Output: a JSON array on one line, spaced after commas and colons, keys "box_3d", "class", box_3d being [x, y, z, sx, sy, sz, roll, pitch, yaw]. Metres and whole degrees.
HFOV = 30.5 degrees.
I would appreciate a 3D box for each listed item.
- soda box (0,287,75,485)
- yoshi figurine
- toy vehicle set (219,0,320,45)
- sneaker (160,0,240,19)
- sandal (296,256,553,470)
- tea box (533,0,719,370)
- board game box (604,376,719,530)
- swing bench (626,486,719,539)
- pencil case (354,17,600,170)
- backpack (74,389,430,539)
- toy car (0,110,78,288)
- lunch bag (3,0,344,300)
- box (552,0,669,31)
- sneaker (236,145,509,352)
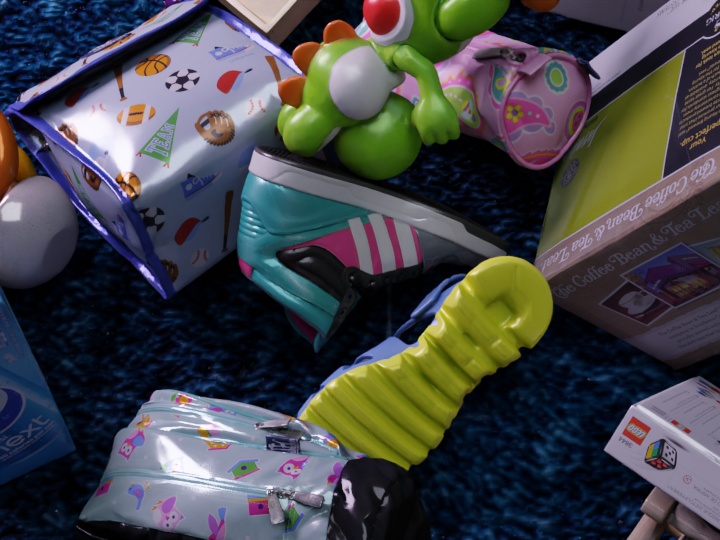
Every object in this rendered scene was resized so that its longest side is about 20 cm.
[{"box_3d": [-0.232, 0.056, 0.802, 0.064, 0.200, 0.068, -25, 61, -13], "class": "soda box"}, {"box_3d": [0.039, -0.135, 0.863, 0.200, 0.112, 0.112, -41, 85, 13], "class": "yoshi figurine"}, {"box_3d": [-0.095, -0.279, 1.025, 0.200, 0.027, 0.124, 42, 87, 20], "class": "toy vehicle set"}, {"box_3d": [-0.065, -0.235, 1.057, 0.199, 0.074, 0.088, -5, 69, 11], "class": "sneaker"}, {"box_3d": [0.037, 0.067, 0.867, 0.200, 0.087, 0.080, -37, 98, -2], "class": "sandal"}, {"box_3d": [0.231, -0.070, 0.849, 0.133, 0.200, 0.197, 28, 60, -17], "class": "tea box"}, {"box_3d": [0.225, 0.116, 0.771, 0.126, 0.200, 0.035, 35, 103, 20], "class": "board game box"}, {"box_3d": [0.215, 0.232, 0.729, 0.199, 0.130, 0.200, 31, 64, 19], "class": "swing bench"}, {"box_3d": [0.074, -0.139, 0.937, 0.087, 0.088, 0.200, -34, 36, -18], "class": "pencil case"}, {"box_3d": [-0.062, 0.152, 0.781, 0.199, 0.167, 0.127, 10, 53, 21], "class": "backpack"}, {"box_3d": [-0.303, -0.035, 0.887, 0.175, 0.150, 0.200, 25, 63, 15], "class": "toy car"}, {"box_3d": [-0.142, -0.108, 0.949, 0.170, 0.124, 0.200, -35, 50, -18], "class": "lunch bag"}, {"box_3d": [0.260, -0.298, 0.994, 0.199, 0.199, 0.172, 17, 60, 11], "class": "box"}, {"box_3d": [0.000, 0.000, 0.903, 0.200, 0.121, 0.084, 17, 11, -24], "class": "sneaker"}]
